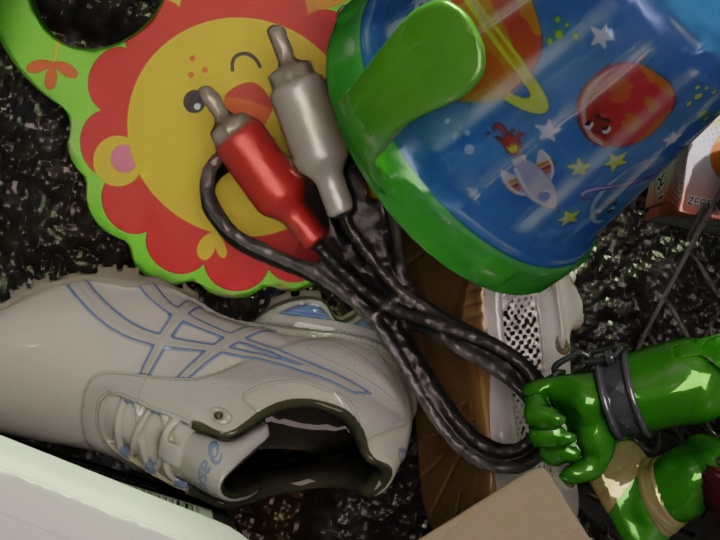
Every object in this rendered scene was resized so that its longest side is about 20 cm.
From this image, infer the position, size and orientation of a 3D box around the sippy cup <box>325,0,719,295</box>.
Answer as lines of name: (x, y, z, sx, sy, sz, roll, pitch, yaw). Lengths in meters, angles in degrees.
sippy cup: (0.078, -0.081, 0.789, 0.140, 0.178, 0.130, 42, 125, -17)

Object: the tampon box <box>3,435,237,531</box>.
tampon box: (-0.147, 0.172, 0.828, 0.149, 0.126, 0.202, 17, 86, -5)

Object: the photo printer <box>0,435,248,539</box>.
photo printer: (-0.127, 0.147, 0.732, 0.199, 0.069, 0.168, 21, 86, -4)

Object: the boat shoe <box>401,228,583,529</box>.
boat shoe: (0.061, 0.017, 0.890, 0.069, 0.071, 0.202, 4, 79, -32)

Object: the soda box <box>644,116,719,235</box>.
soda box: (0.228, -0.037, 0.905, 0.198, 0.064, 0.069, 12, 87, -6)

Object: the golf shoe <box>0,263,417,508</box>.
golf shoe: (-0.074, 0.053, 0.847, 0.198, 0.097, 0.079, 0, 121, -3)

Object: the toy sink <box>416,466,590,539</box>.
toy sink: (0.059, 0.179, 0.842, 0.130, 0.200, 0.112, -32, 62, 1)

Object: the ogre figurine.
ogre figurine: (0.165, 0.086, 0.804, 0.120, 0.098, 0.200, -32, 101, 26)

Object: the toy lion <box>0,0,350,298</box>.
toy lion: (-0.068, -0.092, 0.884, 0.199, 0.069, 0.193, 22, 94, -4)

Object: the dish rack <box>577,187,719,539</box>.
dish rack: (0.181, 0.051, 0.868, 0.152, 0.055, 0.201, 21, 111, -10)

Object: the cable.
cable: (0.000, 0.000, 0.828, 0.097, 0.050, 0.201, -29, 79, 7)
